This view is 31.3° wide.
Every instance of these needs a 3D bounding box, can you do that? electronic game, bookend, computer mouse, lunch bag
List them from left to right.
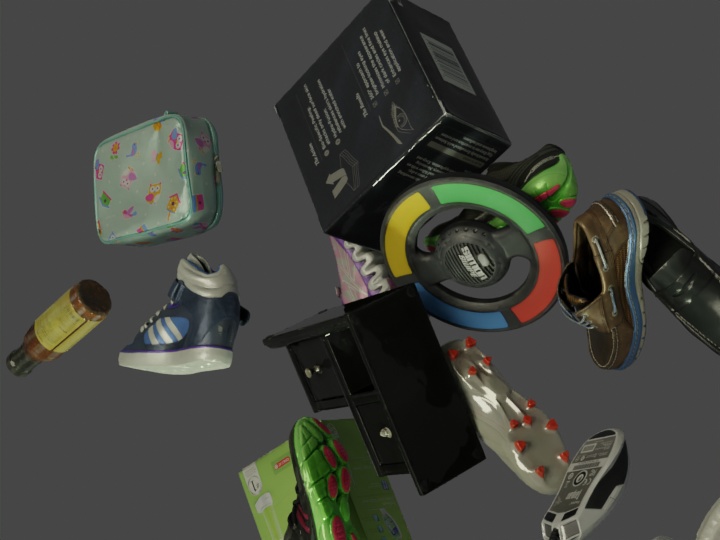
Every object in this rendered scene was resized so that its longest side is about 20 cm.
[{"bbox_3d":[-0.265,-0.120,1.691,0.199,0.077,0.161,-12,77,38],"label":"lunch bag"},{"bbox_3d":[0.010,0.134,1.383,0.200,0.092,0.200,-17,96,58],"label":"bookend"},{"bbox_3d":[0.116,-0.016,1.325,0.199,0.042,0.201,12,131,14],"label":"electronic game"},{"bbox_3d":[0.213,0.240,1.239,0.200,0.044,0.110,-55,12,-26],"label":"computer mouse"}]

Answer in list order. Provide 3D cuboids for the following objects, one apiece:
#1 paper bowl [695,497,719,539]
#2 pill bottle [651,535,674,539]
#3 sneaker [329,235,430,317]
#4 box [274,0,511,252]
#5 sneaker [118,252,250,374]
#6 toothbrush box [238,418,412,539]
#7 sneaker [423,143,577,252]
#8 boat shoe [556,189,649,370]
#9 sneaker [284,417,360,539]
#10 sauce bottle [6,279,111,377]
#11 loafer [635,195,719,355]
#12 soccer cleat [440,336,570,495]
[{"bbox_3d":[0.378,0.260,1.082,0.200,0.104,0.202,-12,64,27],"label":"paper bowl"},{"bbox_3d":[0.228,0.334,1.228,0.200,0.109,0.109,-39,63,30],"label":"pill bottle"},{"bbox_3d":[0.000,0.000,1.467,0.089,0.080,0.201,-50,59,34],"label":"sneaker"},{"bbox_3d":[0.030,-0.160,1.409,0.200,0.117,0.197,-42,51,28],"label":"box"},{"bbox_3d":[-0.230,0.054,1.654,0.199,0.080,0.147,-8,73,42],"label":"sneaker"},{"bbox_3d":[-0.034,0.289,1.462,0.145,0.086,0.201,-36,64,31],"label":"toothbrush box"},{"bbox_3d":[0.151,-0.066,1.361,0.200,0.077,0.084,-30,40,37],"label":"sneaker"},{"bbox_3d":[0.226,0.017,1.230,0.072,0.072,0.201,-132,29,-52],"label":"boat shoe"},{"bbox_3d":[-0.051,0.257,1.363,0.084,0.077,0.201,-16,79,35],"label":"sneaker"},{"bbox_3d":[-0.433,0.086,1.818,0.200,0.066,0.066,-35,65,30],"label":"sauce bottle"},{"bbox_3d":[0.302,0.007,1.219,0.068,0.070,0.201,-50,58,25],"label":"loafer"},{"bbox_3d":[0.146,0.157,1.346,0.200,0.069,0.078,51,146,23],"label":"soccer cleat"}]
